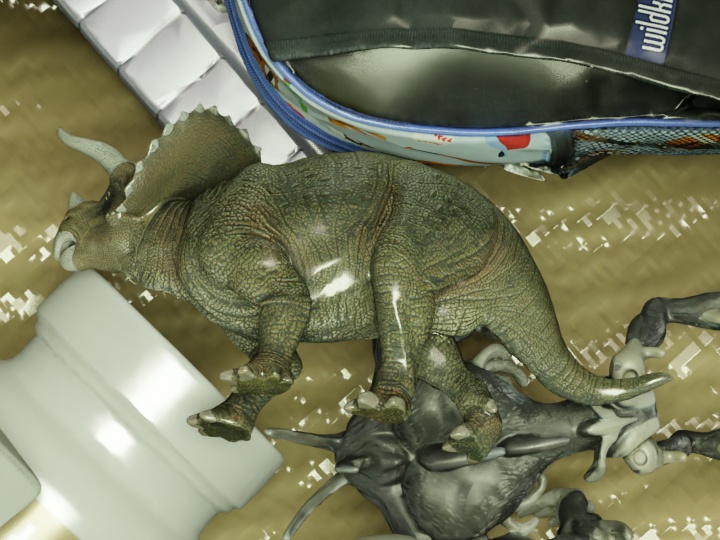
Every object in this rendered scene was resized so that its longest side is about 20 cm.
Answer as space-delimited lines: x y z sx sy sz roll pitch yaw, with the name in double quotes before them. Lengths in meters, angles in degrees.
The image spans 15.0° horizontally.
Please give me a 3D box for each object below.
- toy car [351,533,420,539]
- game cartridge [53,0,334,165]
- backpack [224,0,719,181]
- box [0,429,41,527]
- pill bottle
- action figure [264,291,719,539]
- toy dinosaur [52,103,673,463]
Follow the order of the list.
"toy car" 0.003 0.186 0.869 0.200 0.150 0.175 37 81 -16
"game cartridge" 0.002 -0.119 0.951 0.200 0.038 0.130 -42 93 -4
"backpack" 0.046 -0.118 0.863 0.189 0.154 0.201 -3 81 -11
"box" -0.218 0.038 0.843 0.152 0.200 0.106 -41 132 -3
"pill bottle" -0.125 0.101 0.891 0.116 0.116 0.200 43 86 1
"action figure" 0.067 0.050 0.911 0.199 0.102 0.120 -9 91 -4
"toy dinosaur" 0.000 0.000 0.829 0.199 0.077 0.103 4 68 0
